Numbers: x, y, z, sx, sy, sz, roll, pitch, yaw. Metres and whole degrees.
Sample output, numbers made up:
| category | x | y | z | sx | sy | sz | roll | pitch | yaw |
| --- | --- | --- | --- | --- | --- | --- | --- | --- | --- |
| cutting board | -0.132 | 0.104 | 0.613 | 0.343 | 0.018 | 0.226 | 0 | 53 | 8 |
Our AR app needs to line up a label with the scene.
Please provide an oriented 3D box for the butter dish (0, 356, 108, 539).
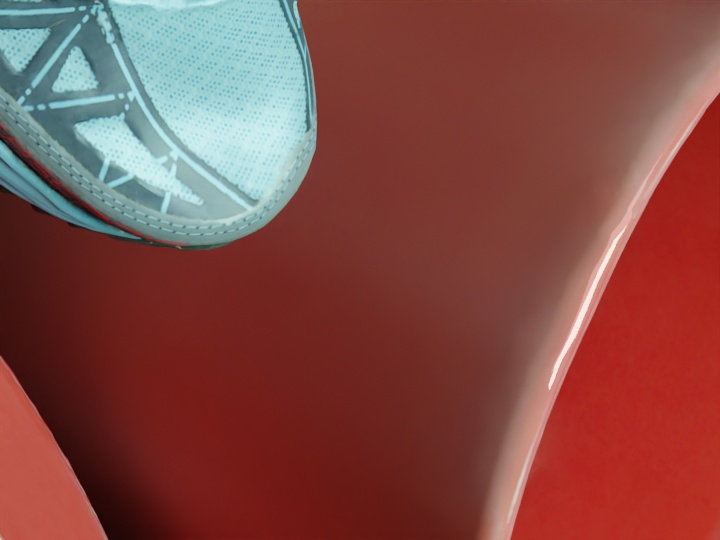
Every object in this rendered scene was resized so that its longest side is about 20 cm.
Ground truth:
| category | x | y | z | sx | sy | sz | roll | pitch | yaw |
| --- | --- | --- | --- | --- | --- | --- | --- | --- | --- |
| butter dish | -0.126 | 0.060 | 0.575 | 0.200 | 0.199 | 0.148 | 59 | 28 | -21 |

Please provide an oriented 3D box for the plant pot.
| category | x | y | z | sx | sy | sz | roll | pitch | yaw |
| --- | --- | --- | --- | --- | --- | --- | --- | --- | --- |
| plant pot | 0.000 | 0.000 | 0.650 | 0.200 | 0.177 | 0.201 | -47 | 150 | -39 |

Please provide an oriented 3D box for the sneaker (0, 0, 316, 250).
| category | x | y | z | sx | sy | sz | roll | pitch | yaw |
| --- | --- | --- | --- | --- | --- | --- | --- | --- | --- |
| sneaker | -0.044 | -0.085 | 0.475 | 0.079 | 0.095 | 0.201 | -38 | 123 | -31 |
